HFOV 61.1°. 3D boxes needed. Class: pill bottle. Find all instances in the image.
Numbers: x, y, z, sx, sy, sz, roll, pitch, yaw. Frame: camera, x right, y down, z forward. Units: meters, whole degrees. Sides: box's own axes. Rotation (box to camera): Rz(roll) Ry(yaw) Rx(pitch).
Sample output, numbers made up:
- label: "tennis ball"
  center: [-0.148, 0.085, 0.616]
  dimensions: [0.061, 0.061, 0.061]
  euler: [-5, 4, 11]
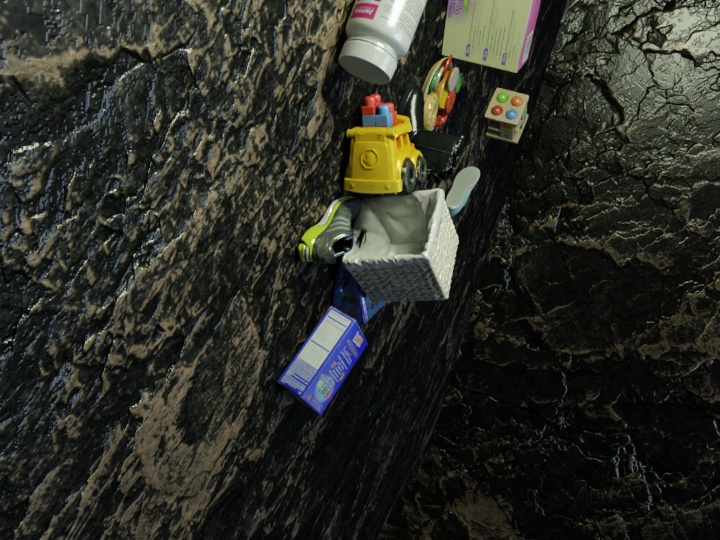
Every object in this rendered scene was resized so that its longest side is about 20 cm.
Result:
- label: "pill bottle"
  center: [0.042, -0.427, 1.024]
  dimensions: [0.201, 0.113, 0.113]
  euler: [-69, 161, -3]

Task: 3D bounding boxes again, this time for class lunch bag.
- label: "lunch bag"
  center: [0.000, 0.000, 1.420]
  dimensions: [0.151, 0.094, 0.201]
  euler: [-39, 132, -53]

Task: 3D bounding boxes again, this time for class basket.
- label: "basket"
  center: [0.093, -0.047, 1.323]
  dimensions: [0.161, 0.199, 0.199]
  euler: [60, 36, -43]

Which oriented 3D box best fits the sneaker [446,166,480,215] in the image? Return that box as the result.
- label: "sneaker"
  center: [0.345, -0.272, 2.104]
  dimensions: [0.200, 0.074, 0.082]
  euler: [-52, 164, -22]

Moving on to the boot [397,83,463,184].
- label: "boot"
  center: [0.153, -0.307, 1.377]
  dimensions: [0.199, 0.162, 0.073]
  euler: [-70, 163, 1]

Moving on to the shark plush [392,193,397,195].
- label: "shark plush"
  center: [0.098, -0.203, 1.497]
  dimensions: [0.200, 0.091, 0.084]
  euler: [-100, -167, -81]

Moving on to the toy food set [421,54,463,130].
- label: "toy food set"
  center: [0.198, -0.439, 1.537]
  dimensions: [0.200, 0.049, 0.199]
  euler: [-15, 125, -67]

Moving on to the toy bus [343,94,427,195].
- label: "toy bus"
  center: [0.050, -0.257, 1.231]
  dimensions: [0.200, 0.135, 0.193]
  euler: [-39, 129, -60]

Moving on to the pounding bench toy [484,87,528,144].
- label: "pounding bench toy"
  center: [0.549, -0.600, 2.233]
  dimensions: [0.201, 0.124, 0.156]
  euler: [-66, 160, -12]

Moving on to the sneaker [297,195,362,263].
- label: "sneaker"
  center: [-0.041, -0.074, 1.203]
  dimensions: [0.200, 0.081, 0.074]
  euler: [-54, 156, -39]

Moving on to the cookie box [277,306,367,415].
- label: "cookie box"
  center: [-0.078, 0.203, 1.359]
  dimensions: [0.200, 0.075, 0.171]
  euler: [-54, 157, -16]

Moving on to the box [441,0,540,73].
- label: "box"
  center: [0.312, -0.596, 1.463]
  dimensions: [0.097, 0.199, 0.176]
  euler: [-52, 154, -41]
